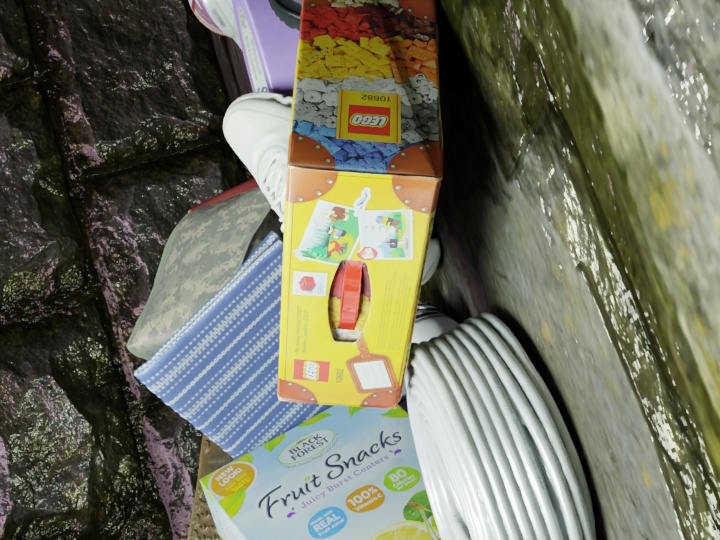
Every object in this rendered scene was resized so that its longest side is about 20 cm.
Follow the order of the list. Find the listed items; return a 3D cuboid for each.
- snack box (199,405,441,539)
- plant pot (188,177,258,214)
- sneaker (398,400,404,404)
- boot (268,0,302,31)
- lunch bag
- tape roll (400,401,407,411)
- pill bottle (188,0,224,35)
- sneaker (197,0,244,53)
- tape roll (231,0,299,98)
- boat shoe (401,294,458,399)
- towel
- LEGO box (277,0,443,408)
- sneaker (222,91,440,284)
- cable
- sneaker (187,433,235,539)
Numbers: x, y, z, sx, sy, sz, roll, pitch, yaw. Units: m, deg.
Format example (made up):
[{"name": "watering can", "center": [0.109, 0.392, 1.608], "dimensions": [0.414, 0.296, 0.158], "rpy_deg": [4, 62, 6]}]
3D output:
[{"name": "snack box", "center": [0.000, 0.190, 0.830], "dimensions": [0.200, 0.168, 0.068], "rpy_deg": [35, 145, 49]}, {"name": "plant pot", "center": [-0.110, -0.031, 1.376], "dimensions": [0.200, 0.177, 0.201], "rpy_deg": [164, 90, -84]}, {"name": "sneaker", "center": [-0.033, 0.126, 1.021], "dimensions": [0.081, 0.200, 0.075], "rpy_deg": [51, 171, 9]}, {"name": "boot", "center": [-0.046, -0.274, 0.722], "dimensions": [0.168, 0.076, 0.201], "rpy_deg": [76, 180, -50]}, {"name": "lunch bag", "center": [-0.116, 0.002, 1.085], "dimensions": [0.117, 0.164, 0.201], "rpy_deg": [37, -128, -32]}, {"name": "tape roll", "center": [-0.043, 0.153, 1.132], "dimensions": [0.066, 0.200, 0.201], "rpy_deg": [5, 113, 53]}, {"name": "pill bottle", "center": [-0.128, -0.308, 1.164], "dimensions": [0.200, 0.109, 0.110], "rpy_deg": [-144, 38, -78]}, {"name": "sneaker", "center": [-0.071, -0.231, 1.052], "dimensions": [0.200, 0.099, 0.075], "rpy_deg": [44, -155, -53]}, {"name": "tape roll", "center": [-0.045, -0.166, 0.939], "dimensions": [0.200, 0.085, 0.201], "rpy_deg": [165, 90, -82]}, {"name": "boat shoe", "center": [0.040, 0.050, 0.851], "dimensions": [0.200, 0.070, 0.066], "rpy_deg": [71, 180, -75]}, {"name": "towel", "center": [-0.070, 0.072, 0.853], "dimensions": [0.024, 0.145, 0.200], "rpy_deg": [39, 171, 39]}, {"name": "LEGO box", "center": [-0.004, -0.038, 0.645], "dimensions": [0.200, 0.077, 0.149], "rpy_deg": [97, 176, -49]}, {"name": "sneaker", "center": [-0.034, -0.054, 0.807], "dimensions": [0.200, 0.081, 0.075], "rpy_deg": [43, 136, 15]}, {"name": "cable", "center": [0.080, 0.130, 0.669], "dimensions": [0.200, 0.069, 0.200], "rpy_deg": [82, 169, -50]}, {"name": "sneaker", "center": [-0.088, 0.169, 0.963], "dimensions": [0.090, 0.067, 0.201], "rpy_deg": [31, -120, -44]}]
